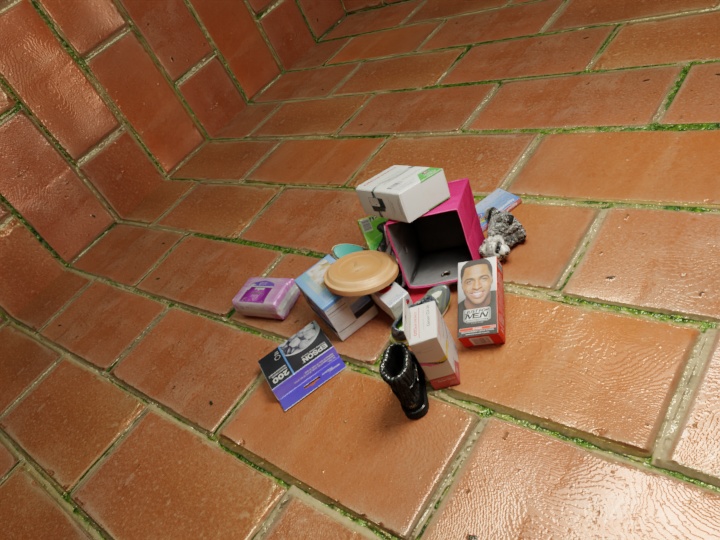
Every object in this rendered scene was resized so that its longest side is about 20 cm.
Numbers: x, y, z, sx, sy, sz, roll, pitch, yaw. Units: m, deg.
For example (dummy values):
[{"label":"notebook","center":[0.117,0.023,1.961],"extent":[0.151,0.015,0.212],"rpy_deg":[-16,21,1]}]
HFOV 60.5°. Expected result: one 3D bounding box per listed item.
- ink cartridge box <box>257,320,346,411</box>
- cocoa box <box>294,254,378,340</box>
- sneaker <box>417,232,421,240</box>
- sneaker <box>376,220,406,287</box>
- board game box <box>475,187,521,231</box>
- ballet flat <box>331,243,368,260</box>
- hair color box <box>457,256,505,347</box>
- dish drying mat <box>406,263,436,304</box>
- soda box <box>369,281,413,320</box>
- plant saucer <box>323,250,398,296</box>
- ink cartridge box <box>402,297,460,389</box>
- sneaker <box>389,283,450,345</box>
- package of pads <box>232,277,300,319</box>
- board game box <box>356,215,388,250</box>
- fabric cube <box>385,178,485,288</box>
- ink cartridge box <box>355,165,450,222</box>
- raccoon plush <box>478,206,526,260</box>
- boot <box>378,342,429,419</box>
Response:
[{"label":"ink cartridge box","center":[-0.160,0.247,1.635],"extent":[0.198,0.044,0.200],"rpy_deg":[-35,36,-7]},{"label":"cocoa box","center":[-0.070,0.071,1.708],"extent":[0.133,0.132,0.200],"rpy_deg":[-37,35,-10]},{"label":"sneaker","center":[0.195,-0.149,1.841],"extent":[0.088,0.074,0.200],"rpy_deg":[-1,35,35]},{"label":"sneaker","center":[0.089,-0.045,1.708],"extent":[0.086,0.080,0.202],"rpy_deg":[-7,77,12]},{"label":"board game box","center":[0.356,-0.161,1.778],"extent":[0.200,0.019,0.103],"rpy_deg":[-37,34,-8]},{"label":"ballet flat","center":[0.007,-0.035,1.773],"extent":[0.062,0.199,0.068],"rpy_deg":[136,136,-63]},{"label":"hair color box","center":[0.284,0.073,1.456],"extent":[0.101,0.061,0.201],"rpy_deg":[-11,56,26]},{"label":"dish drying mat","center":[0.156,0.060,1.654],"extent":[0.076,0.018,0.201],"rpy_deg":[-9,41,27]},{"label":"soda box","center":[0.057,0.052,1.644],"extent":[0.064,0.068,0.200],"rpy_deg":[-38,42,-10]},{"label":"plant saucer","center":[0.000,0.000,1.615],"extent":[0.199,0.033,0.201],"rpy_deg":[-9,29,5]},{"label":"ink cartridge box","center":[0.158,0.154,1.374],"extent":[0.067,0.201,0.117],"rpy_deg":[-18,37,17]},{"label":"sneaker","center":[0.151,0.106,1.529],"extent":[0.074,0.081,0.200],"rpy_deg":[39,76,21]},{"label":"package of pads","center":[-0.288,0.084,1.903],"extent":[0.199,0.076,0.121],"rpy_deg":[1,44,38]},{"label":"board game box","center":[0.070,-0.064,1.749],"extent":[0.095,0.201,0.030],"rpy_deg":[-20,-13,-15]},{"label":"fabric cube","center":[0.204,-0.098,1.623],"extent":[0.195,0.201,0.200],"rpy_deg":[-11,26,23]},{"label":"ink cartridge box","center":[0.105,-0.199,1.567],"extent":[0.146,0.083,0.200],"rpy_deg":[-33,27,-22]},{"label":"raccoon plush","center":[0.354,-0.086,1.652],"extent":[0.134,0.097,0.200],"rpy_deg":[-42,16,0]},{"label":"boot","center":[0.089,0.213,1.389],"extent":[0.079,0.158,0.212],"rpy_deg":[-27,35,5]}]
